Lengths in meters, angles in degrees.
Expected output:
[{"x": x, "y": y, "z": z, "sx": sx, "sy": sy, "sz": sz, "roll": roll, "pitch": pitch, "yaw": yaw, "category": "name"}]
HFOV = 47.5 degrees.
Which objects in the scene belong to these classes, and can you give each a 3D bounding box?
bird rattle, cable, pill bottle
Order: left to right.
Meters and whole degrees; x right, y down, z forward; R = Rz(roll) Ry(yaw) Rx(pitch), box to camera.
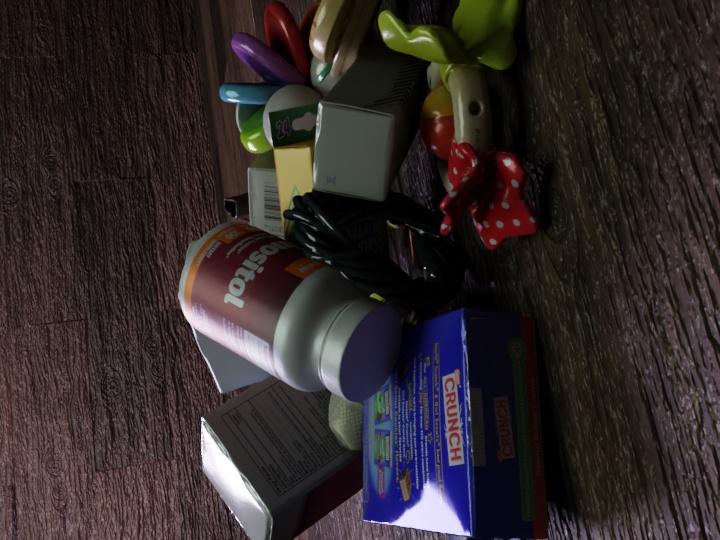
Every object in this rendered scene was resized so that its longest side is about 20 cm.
[{"x": -0.063, "y": 0.037, "z": 0.736, "sx": 0.198, "sy": 0.112, "sz": 0.115, "roll": 23, "pitch": 123, "yaw": 35, "category": "pill bottle"}, {"x": 0.015, "y": -0.023, "z": 0.734, "sx": 0.163, "sy": 0.199, "sz": 0.051, "roll": 46, "pitch": 117, "yaw": 7, "category": "cable"}, {"x": 0.089, "y": -0.119, "z": 0.664, "sx": 0.163, "sy": 0.110, "sz": 0.204, "roll": -129, "pitch": 24, "yaw": -87, "category": "bird rattle"}]

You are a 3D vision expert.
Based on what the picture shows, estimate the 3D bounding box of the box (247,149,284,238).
[{"x": -0.084, "y": -0.129, "z": 1.110, "sx": 0.201, "sy": 0.076, "sz": 0.097, "roll": -65, "pitch": -21, "yaw": -61, "category": "box"}]

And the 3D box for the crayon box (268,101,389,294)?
[{"x": -0.026, "y": -0.067, "z": 0.834, "sx": 0.051, "sy": 0.125, "sz": 0.205, "roll": 3, "pitch": 108, "yaw": 33, "category": "crayon box"}]

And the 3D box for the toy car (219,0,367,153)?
[{"x": -0.090, "y": -0.242, "z": 0.999, "sx": 0.150, "sy": 0.200, "sz": 0.175, "roll": 46, "pitch": 172, "yaw": -28, "category": "toy car"}]

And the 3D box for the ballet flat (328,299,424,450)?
[{"x": 0.017, "y": 0.087, "z": 0.840, "sx": 0.063, "sy": 0.066, "sz": 0.202, "roll": 95, "pitch": -165, "yaw": -47, "category": "ballet flat"}]

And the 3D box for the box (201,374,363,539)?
[{"x": -0.054, "y": 0.179, "z": 0.863, "sx": 0.128, "sy": 0.198, "sz": 0.110, "roll": 46, "pitch": 147, "yaw": 25, "category": "box"}]

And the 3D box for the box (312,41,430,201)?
[{"x": 0.015, "y": -0.143, "z": 0.752, "sx": 0.201, "sy": 0.067, "sz": 0.084, "roll": -67, "pitch": -15, "yaw": -57, "category": "box"}]

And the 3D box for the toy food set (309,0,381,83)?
[{"x": 0.002, "y": -0.282, "z": 0.806, "sx": 0.198, "sy": 0.048, "sz": 0.204, "roll": 168, "pitch": 124, "yaw": -85, "category": "toy food set"}]

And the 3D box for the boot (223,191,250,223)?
[{"x": -0.134, "y": -0.120, "z": 1.285, "sx": 0.200, "sy": 0.163, "sz": 0.074, "roll": -144, "pitch": 50, "yaw": -70, "category": "boot"}]

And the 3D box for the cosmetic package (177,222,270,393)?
[{"x": -0.130, "y": 0.035, "z": 1.149, "sx": 0.166, "sy": 0.196, "sz": 0.168, "roll": -100, "pitch": -7, "yaw": -63, "category": "cosmetic package"}]

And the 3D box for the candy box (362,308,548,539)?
[{"x": 0.071, "y": 0.135, "z": 0.703, "sx": 0.199, "sy": 0.075, "sz": 0.173, "roll": 152, "pitch": 120, "yaw": -65, "category": "candy box"}]

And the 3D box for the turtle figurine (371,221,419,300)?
[{"x": 0.000, "y": 0.000, "z": 0.974, "sx": 0.162, "sy": 0.063, "sz": 0.203, "roll": -119, "pitch": 40, "yaw": -55, "category": "turtle figurine"}]

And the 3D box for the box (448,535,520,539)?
[{"x": 0.098, "y": 0.188, "z": 0.793, "sx": 0.123, "sy": 0.032, "sz": 0.202, "roll": 100, "pitch": 158, "yaw": -44, "category": "box"}]
